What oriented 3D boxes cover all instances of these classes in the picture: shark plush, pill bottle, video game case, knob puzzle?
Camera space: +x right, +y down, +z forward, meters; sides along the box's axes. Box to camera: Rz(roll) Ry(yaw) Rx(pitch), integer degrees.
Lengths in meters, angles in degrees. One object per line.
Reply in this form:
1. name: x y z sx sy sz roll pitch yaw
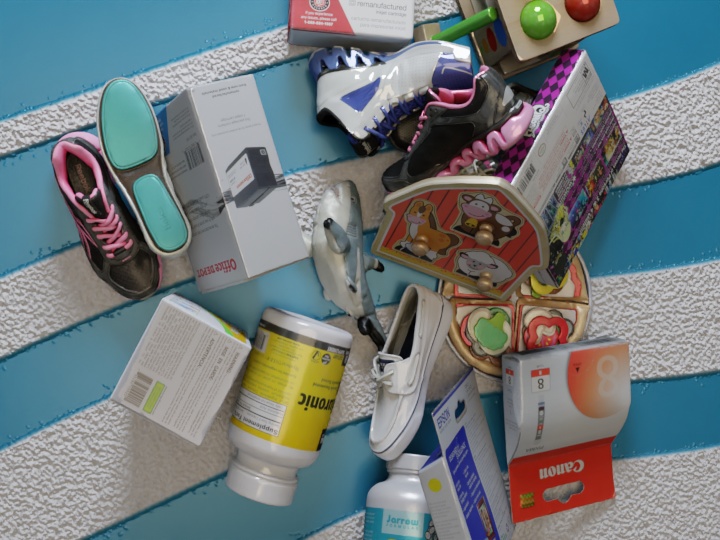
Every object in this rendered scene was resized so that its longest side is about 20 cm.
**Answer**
1. shark plush: 0.000 0.000 1.069 0.083 0.090 0.203 -28 90 -36
2. pill bottle: 0.055 0.315 1.047 0.108 0.111 0.205 7 76 -7
3. video game case: 0.228 -0.113 1.040 0.181 0.035 0.203 45 70 -45
4. pill bottle: -0.086 0.153 1.036 0.109 0.111 0.204 17 90 -7
5. knob puzzle: 0.114 -0.034 0.990 0.215 0.220 0.031 22 58 -7

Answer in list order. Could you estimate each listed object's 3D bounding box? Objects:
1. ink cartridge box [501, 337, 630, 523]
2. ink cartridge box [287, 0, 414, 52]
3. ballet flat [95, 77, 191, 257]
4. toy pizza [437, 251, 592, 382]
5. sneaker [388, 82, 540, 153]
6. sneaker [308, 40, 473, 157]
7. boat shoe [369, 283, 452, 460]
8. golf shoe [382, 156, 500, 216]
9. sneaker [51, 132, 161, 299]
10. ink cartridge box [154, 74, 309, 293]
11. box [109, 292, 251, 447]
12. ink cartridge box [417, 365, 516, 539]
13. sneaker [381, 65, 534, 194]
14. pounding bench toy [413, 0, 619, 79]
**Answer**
1. ink cartridge box: 0.248 0.191 1.087 0.159 0.050 0.205 -6 93 -23
2. ink cartridge box: -0.008 -0.364 1.049 0.141 0.084 0.205 3 90 -6
3. ballet flat: -0.239 -0.107 1.004 0.068 0.069 0.204 -21 88 -6
4. toy pizza: 0.190 0.036 1.108 0.195 0.032 0.206 0 91 -7
5. sneaker: 0.130 -0.177 1.057 0.194 0.114 0.078 -2 90 -4
6. sneaker: 0.033 -0.187 1.034 0.194 0.081 0.118 0 77 16
7. boat shoe: 0.043 0.114 1.062 0.065 0.073 0.204 28 73 -35
8. golf shoe: 0.120 -0.093 1.062 0.195 0.078 0.089 -8 132 -13
9. sneaker: -0.285 -0.058 1.007 0.078 0.095 0.203 -28 96 -7
10. ink cartridge box: -0.147 -0.089 0.998 0.082 0.144 0.205 -19 94 -31
11. box: -0.186 0.098 0.977 0.100 0.200 0.114 29 86 -7
12. ink cartridge box: 0.116 0.231 1.024 0.046 0.197 0.204 -18 92 21
13. sneaker: 0.089 -0.152 0.993 0.198 0.080 0.096 -29 112 36
14. pounding bench toy: 0.164 -0.291 1.036 0.196 0.156 0.127 -22 94 -6
